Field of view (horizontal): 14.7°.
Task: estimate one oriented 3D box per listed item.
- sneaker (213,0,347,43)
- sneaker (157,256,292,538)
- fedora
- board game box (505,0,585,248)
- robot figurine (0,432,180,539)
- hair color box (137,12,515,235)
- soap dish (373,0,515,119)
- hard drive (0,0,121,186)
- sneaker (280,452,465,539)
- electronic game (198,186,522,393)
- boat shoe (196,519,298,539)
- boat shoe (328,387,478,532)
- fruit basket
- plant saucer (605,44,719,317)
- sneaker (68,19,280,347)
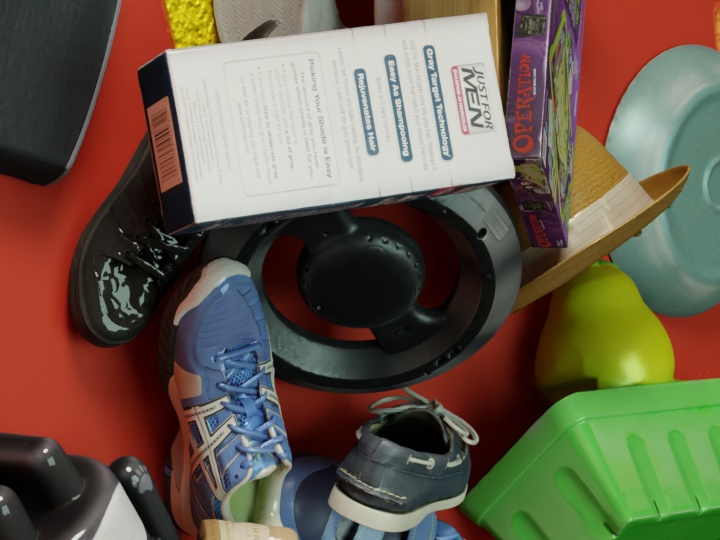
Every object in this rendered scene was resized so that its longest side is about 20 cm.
[{"bbox_3d":[-0.029,-0.142,1.739,0.115,0.073,0.202,-12,100,-58],"label":"sneaker"},{"bbox_3d":[-0.072,0.083,1.671,0.075,0.077,0.201,-25,128,-32],"label":"sneaker"},{"bbox_3d":[0.123,-0.041,1.829,0.200,0.200,0.082,-36,95,-36],"label":"fedora"},{"bbox_3d":[0.116,-0.130,1.728,0.120,0.032,0.201,58,33,-59],"label":"board game box"},{"bbox_3d":[-0.171,0.186,1.588,0.150,0.125,0.201,-27,118,-1],"label":"robot figurine"},{"bbox_3d":[-0.019,-0.084,1.590,0.199,0.060,0.101,-8,87,-22],"label":"hair color box"},{"bbox_3d":[0.067,-0.146,1.757,0.200,0.081,0.159,-21,110,-75],"label":"soap dish"},{"bbox_3d":[-0.193,-0.157,1.581,0.134,0.042,0.201,17,83,-45],"label":"hard drive"},{"bbox_3d":[0.016,0.176,1.799,0.200,0.082,0.074,33,72,-38],"label":"sneaker"},{"bbox_3d":[0.000,0.000,1.706,0.200,0.199,0.042,50,23,-36],"label":"electronic game"},{"bbox_3d":[-0.072,0.238,1.682,0.064,0.071,0.201,1,125,-9],"label":"boat shoe"},{"bbox_3d":[0.032,0.112,1.771,0.200,0.075,0.062,-17,130,-68],"label":"boat shoe"},{"bbox_3d":[0.167,0.104,1.930,0.215,0.156,0.216,25,38,-21],"label":"fruit basket"},{"bbox_3d":[0.252,-0.064,2.041,0.199,0.036,0.202,-6,98,-45],"label":"plant saucer"},{"bbox_3d":[-0.099,-0.049,1.638,0.060,0.104,0.201,34,69,-26],"label":"sneaker"}]
